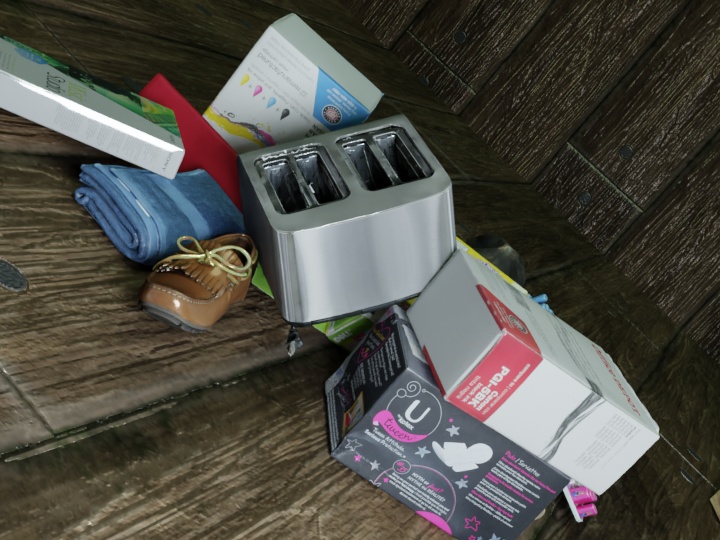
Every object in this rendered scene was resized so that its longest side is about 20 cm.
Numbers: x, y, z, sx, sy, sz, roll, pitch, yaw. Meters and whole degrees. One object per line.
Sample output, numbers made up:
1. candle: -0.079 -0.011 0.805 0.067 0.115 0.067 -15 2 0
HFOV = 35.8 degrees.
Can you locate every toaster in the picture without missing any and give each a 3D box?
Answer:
1. toaster: -0.014 -0.046 1.047 0.201 0.178 0.120 -118 -164 -50

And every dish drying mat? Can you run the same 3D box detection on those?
1. dish drying mat: -0.179 -0.119 1.200 0.200 0.077 0.018 46 2 15

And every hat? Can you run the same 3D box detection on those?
1. hat: 0.157 0.006 1.366 0.201 0.081 0.201 49 -8 9

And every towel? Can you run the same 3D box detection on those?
1. towel: -0.180 -0.053 1.075 0.112 0.049 0.199 47 17 16

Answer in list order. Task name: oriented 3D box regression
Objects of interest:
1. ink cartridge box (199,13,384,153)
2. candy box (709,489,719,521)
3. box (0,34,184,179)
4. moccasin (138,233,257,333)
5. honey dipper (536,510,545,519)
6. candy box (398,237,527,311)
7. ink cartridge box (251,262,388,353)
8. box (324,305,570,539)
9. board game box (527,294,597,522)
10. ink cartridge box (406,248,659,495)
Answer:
1. ink cartridge box: -0.096 -0.163 1.276 0.147 0.200 0.145 39 19 -7
2. candy box: 0.630 0.325 1.688 0.055 0.200 0.116 38 16 -9
3. box: -0.271 -0.162 1.082 0.198 0.037 0.145 24 16 -23
4. moccasin: -0.133 0.003 0.964 0.073 0.079 0.201 25 14 12
5. honey dipper: 0.177 0.175 1.206 0.038 0.038 0.202 33 40 -25
6. candy box: 0.063 -0.003 1.139 0.199 0.027 0.102 39 57 21
7. ink cartridge box: 0.000 0.000 1.186 0.199 0.075 0.149 35 53 -22
8. box: 0.078 0.147 1.037 0.199 0.115 0.133 36 17 -19
9. board game box: 0.231 0.151 1.289 0.202 0.026 0.200 66 20 -18
10. ink cartridge box: 0.151 0.091 0.993 0.199 0.083 0.147 33 17 -25
